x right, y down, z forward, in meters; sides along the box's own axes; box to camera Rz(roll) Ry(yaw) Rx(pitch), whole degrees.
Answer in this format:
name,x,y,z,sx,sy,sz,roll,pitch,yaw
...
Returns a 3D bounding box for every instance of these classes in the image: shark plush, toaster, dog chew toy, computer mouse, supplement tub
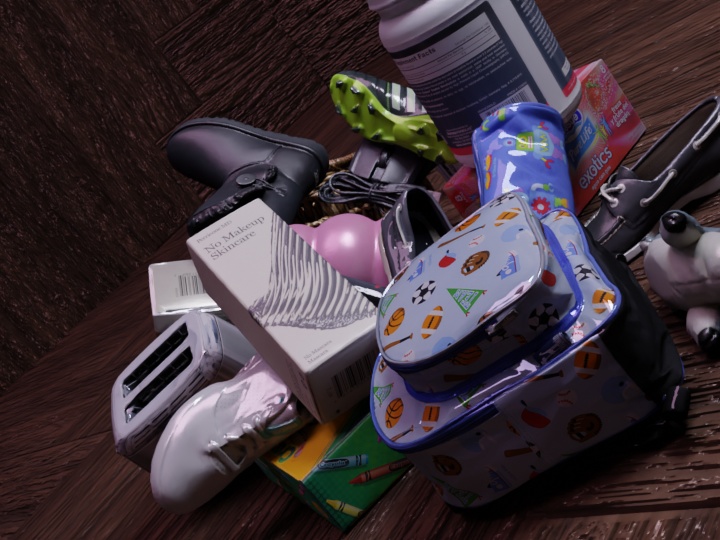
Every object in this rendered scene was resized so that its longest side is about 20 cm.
name,x,y,z,sx,sy,sz,roll,pitch,yaw
shark plush,0.244,0.001,0.691,0.083,0.091,0.200,-18,-6,2
toaster,-0.152,0.127,0.983,0.200,0.129,0.114,-41,39,16
dog chew toy,0.000,0.000,0.963,0.200,0.125,0.125,4,17,-3
computer mouse,0.048,-0.134,1.130,0.138,0.053,0.200,11,38,19
supplement tub,0.106,-0.211,0.944,0.140,0.200,0.140,-31,20,12

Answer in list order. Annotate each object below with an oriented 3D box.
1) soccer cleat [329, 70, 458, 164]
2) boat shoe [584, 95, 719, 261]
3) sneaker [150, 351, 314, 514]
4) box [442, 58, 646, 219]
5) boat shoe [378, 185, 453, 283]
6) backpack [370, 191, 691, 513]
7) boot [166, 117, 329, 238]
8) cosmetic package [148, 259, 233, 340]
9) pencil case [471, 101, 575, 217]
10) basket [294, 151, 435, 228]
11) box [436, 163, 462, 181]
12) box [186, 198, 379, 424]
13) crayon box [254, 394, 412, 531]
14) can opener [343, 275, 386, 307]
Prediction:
name,x,y,z,sx,sy,sz,roll,pitch,yaw
soccer cleat,0.051,-0.172,1.099,0.200,0.068,0.081,31,44,32
boat shoe,0.238,-0.066,0.839,0.200,0.060,0.074,-37,20,9
sneaker,-0.084,0.122,0.816,0.200,0.075,0.088,-46,33,-20
box,0.193,-0.117,1.038,0.200,0.095,0.103,-47,18,-30
boat shoe,0.064,0.012,0.834,0.063,0.073,0.200,108,151,-45
backpack,0.093,0.057,0.663,0.191,0.154,0.200,-45,15,18
boot,-0.148,-0.089,1.063,0.200,0.077,0.168,10,37,16
cosmetic package,-0.166,0.079,1.073,0.105,0.200,0.071,-7,50,-8
pencil case,0.134,-0.048,0.834,0.078,0.087,0.200,123,154,-54
basket,-0.011,-0.056,1.122,0.200,0.149,0.143,-18,6,-20
box,0.174,-0.160,1.287,0.117,0.060,0.200,-40,14,-8
box,-0.058,0.028,0.815,0.082,0.068,0.200,-33,47,-18
crayon box,-0.023,0.139,0.854,0.119,0.058,0.200,-43,15,-16
can opener,0.011,0.038,0.881,0.063,0.200,0.079,-67,-19,2
